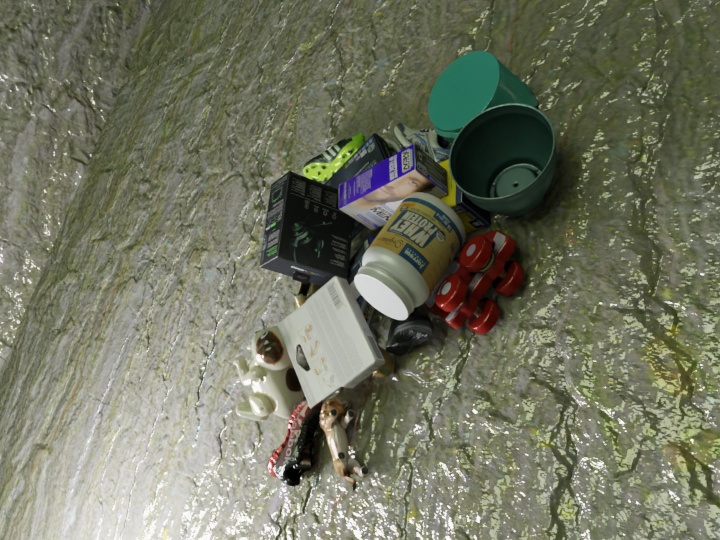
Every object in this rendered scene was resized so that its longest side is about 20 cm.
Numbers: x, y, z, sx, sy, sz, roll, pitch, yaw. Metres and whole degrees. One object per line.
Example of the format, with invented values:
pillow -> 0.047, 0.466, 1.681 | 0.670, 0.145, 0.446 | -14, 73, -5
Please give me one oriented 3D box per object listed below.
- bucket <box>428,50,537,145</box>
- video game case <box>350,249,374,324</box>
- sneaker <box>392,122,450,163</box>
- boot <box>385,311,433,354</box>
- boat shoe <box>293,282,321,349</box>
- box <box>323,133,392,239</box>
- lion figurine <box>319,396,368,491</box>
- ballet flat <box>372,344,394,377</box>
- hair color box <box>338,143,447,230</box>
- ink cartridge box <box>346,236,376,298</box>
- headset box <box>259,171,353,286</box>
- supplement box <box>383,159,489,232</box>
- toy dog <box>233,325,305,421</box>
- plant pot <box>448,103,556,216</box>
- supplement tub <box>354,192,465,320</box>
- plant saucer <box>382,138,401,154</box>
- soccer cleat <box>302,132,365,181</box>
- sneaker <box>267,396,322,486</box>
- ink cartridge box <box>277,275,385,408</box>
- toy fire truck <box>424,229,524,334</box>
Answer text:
bucket -> 0.243, -0.331, 1.476 | 0.204, 0.133, 0.212 | -24, 52, 36
video game case -> -0.041, 0.046, 1.627 | 0.197, 0.045, 0.186 | 11, 78, 47
sneaker -> 0.147, -0.276, 1.603 | 0.085, 0.077, 0.201 | -42, 51, 5
boot -> 0.097, 0.045, 1.442 | 0.165, 0.064, 0.205 | 136, 145, -58
boat shoe -> -0.122, 0.071, 1.605 | 0.070, 0.075, 0.206 | -9, 66, 39
box -> 0.000, -0.183, 1.629 | 0.199, 0.050, 0.160 | -42, 48, 25
lion figurine -> -0.040, 0.346, 1.446 | 0.123, 0.070, 0.205 | 122, 146, -59
ballet flat -> -0.014, 0.149, 1.488 | 0.198, 0.063, 0.070 | 30, 100, 29
hair color box -> 0.062, -0.159, 1.423 | 0.197, 0.108, 0.066 | -25, 53, 35
ink cartridge box -> 0.000, 0.000, 1.524 | 0.201, 0.039, 0.100 | -49, 21, 14
headset box -> -0.109, -0.076, 1.523 | 0.092, 0.171, 0.206 | -21, 58, 54
supplement box -> 0.155, -0.135, 1.480 | 0.197, 0.108, 0.112 | -17, 57, 39
toy dog -> -0.187, 0.217, 1.563 | 0.190, 0.139, 0.205 | 20, 122, 31
plant pot -> 0.277, -0.186, 1.349 | 0.195, 0.134, 0.205 | -13, 58, 22
supplement tub -> 0.091, -0.026, 1.342 | 0.143, 0.146, 0.202 | 11, 57, 47
plant saucer -> 0.036, -0.202, 1.678 | 0.197, 0.050, 0.205 | -23, 54, 36
soccer cleat -> -0.063, -0.283, 1.822 | 0.197, 0.068, 0.082 | -18, 39, 37
sneaker -> -0.122, 0.362, 1.518 | 0.097, 0.070, 0.204 | 33, 100, 47
ink cartridge box -> -0.063, 0.145, 1.457 | 0.175, 0.044, 0.203 | -37, 62, 21
toy fire truck -> 0.205, 0.010, 1.366 | 0.203, 0.111, 0.168 | -57, 23, 5
